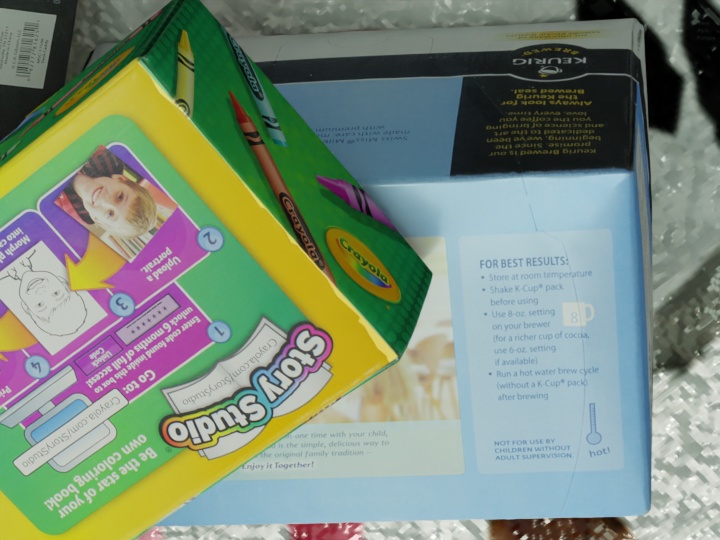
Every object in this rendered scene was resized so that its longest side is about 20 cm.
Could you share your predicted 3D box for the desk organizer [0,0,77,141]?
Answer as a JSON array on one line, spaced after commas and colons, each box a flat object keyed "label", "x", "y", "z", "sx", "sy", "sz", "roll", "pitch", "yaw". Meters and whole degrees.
[{"label": "desk organizer", "x": -0.157, "y": -0.041, "z": 0.918, "sx": 0.072, "sy": 0.077, "sz": 0.200, "roll": 2, "pitch": 105, "yaw": -32}]

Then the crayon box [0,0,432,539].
[{"label": "crayon box", "x": -0.092, "y": 0.022, "z": 0.807, "sx": 0.200, "sy": 0.058, "sz": 0.119, "roll": -35, "pitch": 105, "yaw": 24}]

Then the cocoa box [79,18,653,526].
[{"label": "cocoa box", "x": 0.000, "y": 0.000, "z": 0.892, "sx": 0.200, "sy": 0.131, "sz": 0.134, "roll": -2, "pitch": 117, "yaw": 7}]
